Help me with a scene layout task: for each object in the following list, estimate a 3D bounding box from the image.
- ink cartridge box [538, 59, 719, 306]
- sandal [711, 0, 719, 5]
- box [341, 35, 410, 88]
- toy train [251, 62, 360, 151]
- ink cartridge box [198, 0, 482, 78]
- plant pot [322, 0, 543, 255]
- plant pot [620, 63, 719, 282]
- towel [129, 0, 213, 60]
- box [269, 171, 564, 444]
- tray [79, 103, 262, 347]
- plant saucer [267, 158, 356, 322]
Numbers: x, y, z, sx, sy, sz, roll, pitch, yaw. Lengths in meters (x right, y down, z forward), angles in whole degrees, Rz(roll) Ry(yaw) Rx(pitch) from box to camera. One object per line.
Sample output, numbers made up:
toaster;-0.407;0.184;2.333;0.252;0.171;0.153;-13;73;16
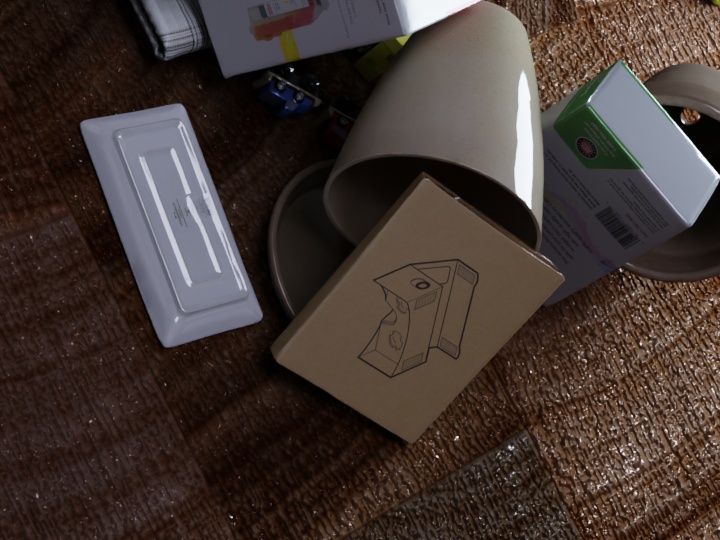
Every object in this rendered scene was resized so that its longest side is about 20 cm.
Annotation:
ink cartridge box;0.201;-0.075;1.663;0.145;0.200;0.084;48;48;-9
sandal;0.464;-0.347;2.053;0.198;0.079;0.088;-1;68;-38
box;0.052;-0.181;1.683;0.200;0.075;0.050;48;53;-10
toy train;-0.015;-0.129;1.639;0.199;0.034;0.046;29;66;-23
ink cartridge box;-0.015;-0.234;1.541;0.145;0.198;0.084;-33;110;-50
plant pot;0.081;-0.125;1.565;0.186;0.187;0.202;29;57;-22
plant pot;0.311;-0.117;1.789;0.200;0.200;0.175;44;33;-12
towel;-0.149;-0.294;1.597;0.192;0.034;0.201;-25;87;-47
box;0.046;0.035;1.510;0.163;0.200;0.021;32;19;-29
tray;-0.151;-0.043;1.509;0.107;0.022;0.202;-15;80;-40
plant saucer;0.000;0.000;1.595;0.198;0.029;0.202;15;63;-30
